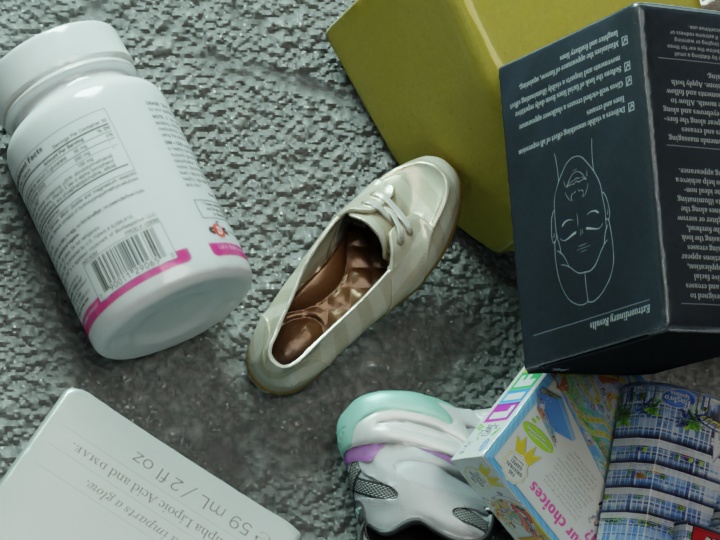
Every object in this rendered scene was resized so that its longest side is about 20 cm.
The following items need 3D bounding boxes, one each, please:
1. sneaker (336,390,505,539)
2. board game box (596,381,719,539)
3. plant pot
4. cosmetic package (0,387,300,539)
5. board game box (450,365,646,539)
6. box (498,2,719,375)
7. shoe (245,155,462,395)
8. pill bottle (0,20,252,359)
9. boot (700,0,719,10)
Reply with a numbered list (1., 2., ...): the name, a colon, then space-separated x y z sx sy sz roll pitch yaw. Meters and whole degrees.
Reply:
1. sneaker: 0.085 0.153 1.611 0.200 0.078 0.140 0 66 -13
2. board game box: 0.242 0.192 1.585 0.200 0.062 0.200 22 70 -31
3. plant pot: 0.124 -0.129 1.706 0.195 0.194 0.200 -17 81 -25
4. cosmetic package: -0.165 0.212 1.442 0.165 0.165 0.200 32 59 1
5. board game box: 0.161 0.146 1.594 0.200 0.034 0.134 52 57 -17
6. box: 0.175 -0.045 1.528 0.107 0.148 0.200 3 78 -31
7. shoe: 0.000 0.000 1.643 0.070 0.053 0.200 37 74 10
8. pill bottle: -0.160 -0.054 1.613 0.113 0.113 0.200 -18 71 -25
9. boot: 0.263 -0.232 1.814 0.064 0.186 0.200 24 52 -46
